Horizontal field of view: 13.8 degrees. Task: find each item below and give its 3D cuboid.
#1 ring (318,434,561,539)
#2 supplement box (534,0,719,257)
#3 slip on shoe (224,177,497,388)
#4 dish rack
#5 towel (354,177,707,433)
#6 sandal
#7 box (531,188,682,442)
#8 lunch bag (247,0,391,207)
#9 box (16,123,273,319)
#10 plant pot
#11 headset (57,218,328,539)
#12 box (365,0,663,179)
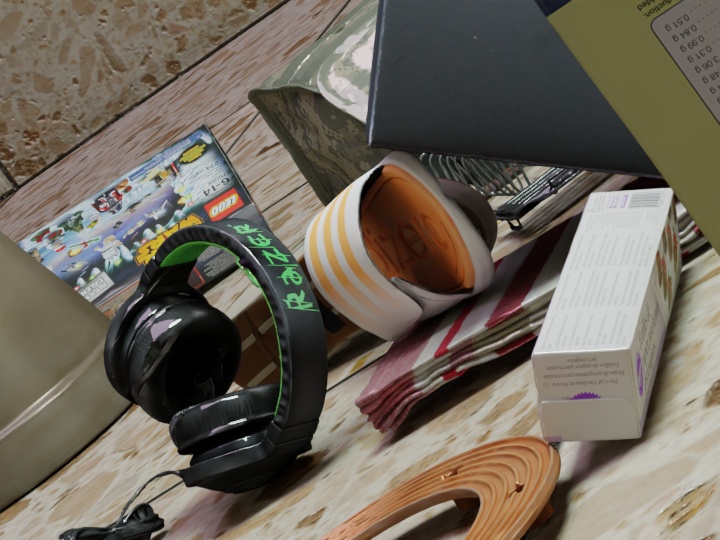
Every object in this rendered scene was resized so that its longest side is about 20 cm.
[{"bbox_3d":[-0.002,0.132,1.150,0.200,0.019,0.200,-36,9,6],"label":"ring"},{"bbox_3d":[0.191,-0.085,0.947,0.200,0.200,0.134,-33,10,20],"label":"supplement box"},{"bbox_3d":[0.000,0.000,1.605,0.200,0.076,0.061,-39,13,39],"label":"slip on shoe"},{"bbox_3d":[0.103,-0.082,1.672,0.153,0.055,0.200,-39,10,-9],"label":"dish rack"},{"bbox_3d":[0.096,0.001,1.413,0.200,0.023,0.144,-31,9,22],"label":"towel"},{"bbox_3d":[0.005,0.002,1.455,0.059,0.079,0.207,-38,0,-19],"label":"sandal"},{"bbox_3d":[0.104,0.015,1.225,0.041,0.039,0.200,-5,19,12],"label":"box"},{"bbox_3d":[0.045,-0.123,1.893,0.164,0.118,0.200,-40,16,-18],"label":"lunch bag"},{"bbox_3d":[-0.170,-0.013,2.164,0.200,0.040,0.137,-33,34,0],"label":"box"},{"bbox_3d":[-0.263,0.054,1.970,0.200,0.174,0.200,-36,9,7],"label":"plant pot"},{"bbox_3d":[-0.088,0.066,1.474,0.094,0.124,0.200,-12,-39,-38],"label":"headset"},{"bbox_3d":[0.079,-0.107,1.425,0.148,0.104,0.200,6,6,1],"label":"box"}]
